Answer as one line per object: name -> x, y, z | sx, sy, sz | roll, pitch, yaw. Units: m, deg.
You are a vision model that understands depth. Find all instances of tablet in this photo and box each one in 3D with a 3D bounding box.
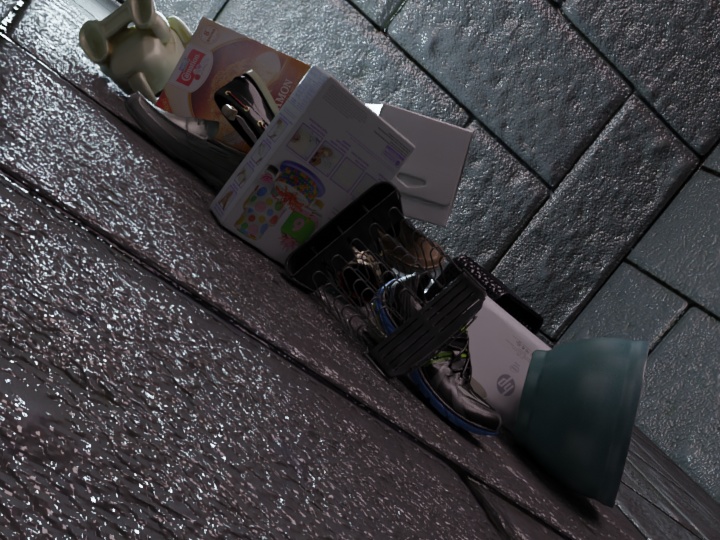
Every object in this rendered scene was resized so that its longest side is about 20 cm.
tablet -> 0.197, 0.133, 1.155 | 0.199, 0.131, 0.014 | 38, -23, -10

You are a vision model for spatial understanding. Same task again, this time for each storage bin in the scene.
storage bin -> 0.169, 0.076, 1.286 | 0.094, 0.136, 0.200 | 42, 7, 31

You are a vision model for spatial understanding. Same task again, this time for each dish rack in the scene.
dish rack -> 0.029, 0.012, 0.927 | 0.200, 0.153, 0.055 | 46, -6, 40

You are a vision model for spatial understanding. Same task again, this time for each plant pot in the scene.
plant pot -> 0.263, 0.170, 1.075 | 0.132, 0.203, 0.200 | 13, -1, 16

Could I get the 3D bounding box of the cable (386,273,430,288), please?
cable -> 0.034, -0.042, 1.355 | 0.162, 0.051, 0.201 | 27, 34, -31

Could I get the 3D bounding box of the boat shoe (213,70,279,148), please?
boat shoe -> -0.110, -0.152, 1.110 | 0.203, 0.063, 0.074 | 56, -22, -1

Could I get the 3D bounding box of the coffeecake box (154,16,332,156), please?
coffeecake box -> -0.158, -0.229, 1.206 | 0.198, 0.155, 0.073 | 24, -14, 1

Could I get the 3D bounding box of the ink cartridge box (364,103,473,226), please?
ink cartridge box -> 0.058, -0.163, 1.324 | 0.145, 0.147, 0.200 | 14, 8, -14

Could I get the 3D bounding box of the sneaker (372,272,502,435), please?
sneaker -> 0.090, 0.089, 0.944 | 0.201, 0.082, 0.071 | 57, 11, 16

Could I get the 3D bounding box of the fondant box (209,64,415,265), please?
fondant box -> -0.053, -0.106, 0.995 | 0.144, 0.201, 0.058 | 34, 6, -36

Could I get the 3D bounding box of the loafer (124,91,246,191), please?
loafer -> -0.206, -0.166, 1.119 | 0.199, 0.070, 0.070 | 36, 7, -25

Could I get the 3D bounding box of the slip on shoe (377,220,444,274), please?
slip on shoe -> 0.050, -0.050, 1.294 | 0.198, 0.061, 0.077 | 19, 41, -27

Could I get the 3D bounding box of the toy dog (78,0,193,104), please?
toy dog -> -0.293, -0.311, 1.343 | 0.195, 0.139, 0.200 | 57, 14, 25

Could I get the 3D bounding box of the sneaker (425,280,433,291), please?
sneaker -> 0.120, 0.062, 1.409 | 0.115, 0.075, 0.200 | 43, 2, 33

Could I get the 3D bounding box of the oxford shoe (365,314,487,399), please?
oxford shoe -> 0.091, 0.101, 1.052 | 0.199, 0.058, 0.075 | 37, 5, -29

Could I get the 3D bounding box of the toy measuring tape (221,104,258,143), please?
toy measuring tape -> -0.124, -0.099, 1.050 | 0.201, 0.073, 0.074 | 55, -3, -33

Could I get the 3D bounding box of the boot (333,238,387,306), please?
boot -> -0.002, 0.000, 1.172 | 0.205, 0.073, 0.155 | 67, 7, -46
